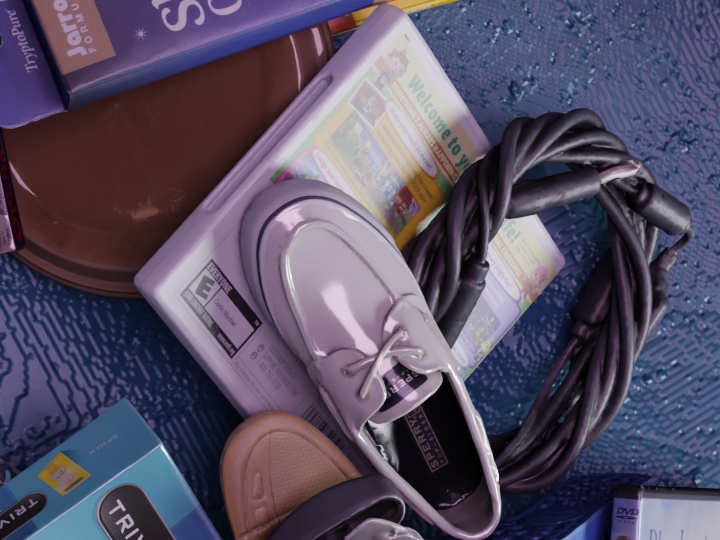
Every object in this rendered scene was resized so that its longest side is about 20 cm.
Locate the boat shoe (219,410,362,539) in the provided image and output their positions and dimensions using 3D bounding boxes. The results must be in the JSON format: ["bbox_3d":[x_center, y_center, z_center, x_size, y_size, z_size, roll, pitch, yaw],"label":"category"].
[{"bbox_3d":[-0.013,0.147,1.418,0.074,0.069,0.201,-32,112,-6],"label":"boat shoe"}]

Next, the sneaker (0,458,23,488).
[{"bbox_3d":[-0.192,0.114,1.365,0.200,0.086,0.078,33,79,-17],"label":"sneaker"}]

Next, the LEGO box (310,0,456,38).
[{"bbox_3d":[0.006,-0.226,1.442,0.148,0.077,0.201,-17,93,-16],"label":"LEGO box"}]

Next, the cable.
[{"bbox_3d":[0.082,0.020,1.442,0.200,0.051,0.163,-52,133,-8],"label":"cable"}]

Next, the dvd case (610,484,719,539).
[{"bbox_3d":[0.152,0.208,1.457,0.017,0.143,0.201,3,87,26],"label":"dvd case"}]

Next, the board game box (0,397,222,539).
[{"bbox_3d":[-0.151,0.177,1.353,0.200,0.047,0.151,-35,128,-9],"label":"board game box"}]

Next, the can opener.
[{"bbox_3d":[-0.050,0.175,1.354,0.200,0.067,0.053,-40,128,13],"label":"can opener"}]

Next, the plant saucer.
[{"bbox_3d":[-0.110,-0.085,1.389,0.199,0.029,0.201,1,95,6],"label":"plant saucer"}]

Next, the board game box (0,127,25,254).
[{"bbox_3d":[-0.237,-0.096,1.370,0.119,0.032,0.201,-12,92,8],"label":"board game box"}]

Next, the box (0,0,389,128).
[{"bbox_3d":[-0.095,-0.152,1.344,0.199,0.032,0.122,-21,80,-12],"label":"box"}]

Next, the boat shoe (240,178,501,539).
[{"bbox_3d":[0.010,0.046,1.359,0.072,0.066,0.201,-29,119,-7],"label":"boat shoe"}]

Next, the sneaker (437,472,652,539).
[{"bbox_3d":[0.091,0.158,1.424,0.200,0.070,0.078,-18,103,-52],"label":"sneaker"}]

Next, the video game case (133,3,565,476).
[{"bbox_3d":[0.000,0.000,1.412,0.182,0.022,0.200,-48,134,-13],"label":"video game case"}]
